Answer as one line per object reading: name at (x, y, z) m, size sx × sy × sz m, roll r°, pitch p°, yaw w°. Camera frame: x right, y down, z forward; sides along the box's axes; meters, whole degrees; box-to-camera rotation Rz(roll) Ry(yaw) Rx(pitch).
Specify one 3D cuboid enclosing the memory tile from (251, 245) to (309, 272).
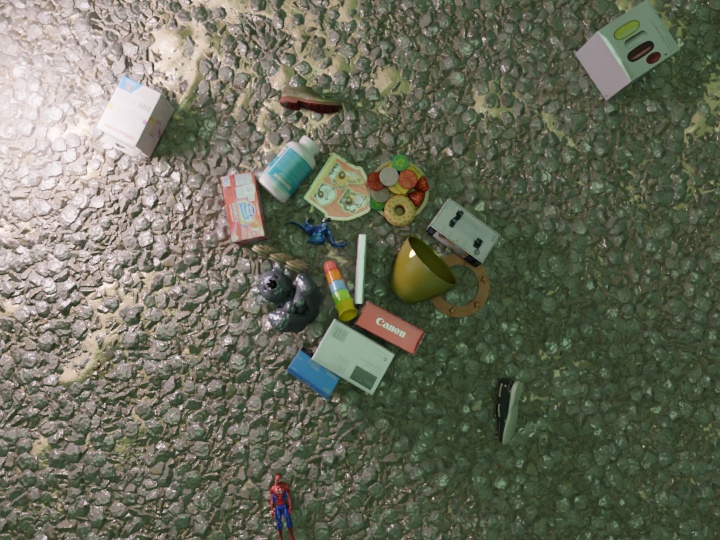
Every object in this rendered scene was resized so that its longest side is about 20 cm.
memory tile at (-0.229, -0.039, 1.531) m, size 0.152 × 0.200 × 0.017 m, roll 26°, pitch 94°, yaw 0°

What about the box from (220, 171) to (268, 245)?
box at (-0.350, -0.187, 1.586) m, size 0.102 × 0.095 × 0.202 m, roll -11°, pitch 87°, yaw -3°

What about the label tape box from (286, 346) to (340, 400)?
label tape box at (-0.131, 0.292, 1.513) m, size 0.144 × 0.200 × 0.064 m, roll 35°, pitch 86°, yaw 0°

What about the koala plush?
koala plush at (-0.228, 0.073, 1.561) m, size 0.199 × 0.184 × 0.178 m, roll 35°, pitch 86°, yaw 21°

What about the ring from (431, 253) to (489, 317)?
ring at (0.310, 0.047, 1.641) m, size 0.199 × 0.019 × 0.202 m, roll 0°, pitch 86°, yaw -3°

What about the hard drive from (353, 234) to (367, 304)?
hard drive at (0.000, 0.000, 1.572) m, size 0.026 × 0.132 × 0.202 m, roll 4°, pitch 86°, yaw -2°

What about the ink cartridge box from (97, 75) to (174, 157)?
ink cartridge box at (-0.678, -0.448, 1.571) m, size 0.128 × 0.125 × 0.201 m, roll 26°, pitch 86°, yaw -1°

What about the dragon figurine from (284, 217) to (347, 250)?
dragon figurine at (-0.137, -0.111, 1.609) m, size 0.198 × 0.059 × 0.100 m, roll 1°, pitch 86°, yaw -4°

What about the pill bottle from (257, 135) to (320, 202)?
pill bottle at (-0.212, -0.314, 1.593) m, size 0.111 × 0.111 × 0.200 m, roll 41°, pitch 86°, yaw 0°

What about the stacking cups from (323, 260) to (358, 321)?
stacking cups at (-0.068, 0.054, 1.557) m, size 0.060 × 0.061 × 0.201 m, roll -22°, pitch 56°, yaw -4°

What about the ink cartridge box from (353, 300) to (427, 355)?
ink cartridge box at (0.085, 0.167, 1.544) m, size 0.199 × 0.176 × 0.084 m, roll 27°, pitch 85°, yaw 0°

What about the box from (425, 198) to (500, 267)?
box at (0.317, -0.117, 1.622) m, size 0.199 × 0.060 × 0.117 m, roll 35°, pitch 75°, yaw -1°

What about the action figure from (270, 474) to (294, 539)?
action figure at (-0.235, 0.715, 1.560) m, size 0.065 × 0.052 × 0.202 m, roll -9°, pitch 84°, yaw 0°

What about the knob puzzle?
knob puzzle at (-0.051, -0.246, 1.637) m, size 0.218 × 0.030 × 0.222 m, roll 0°, pitch 86°, yaw -3°

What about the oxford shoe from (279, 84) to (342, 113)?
oxford shoe at (-0.151, -0.542, 1.632) m, size 0.198 × 0.070 × 0.075 m, roll 8°, pitch 81°, yaw -3°

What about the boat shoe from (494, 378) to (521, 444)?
boat shoe at (0.445, 0.432, 1.602) m, size 0.060 × 0.074 × 0.202 m, roll 14°, pitch 105°, yaw 38°

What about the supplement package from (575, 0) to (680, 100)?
supplement package at (0.840, -0.693, 1.650) m, size 0.199 × 0.147 × 0.192 m, roll -34°, pitch 89°, yaw -5°

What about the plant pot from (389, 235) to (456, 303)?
plant pot at (0.170, 0.017, 1.567) m, size 0.200 × 0.200 × 0.142 m, roll 43°, pitch 111°, yaw 0°

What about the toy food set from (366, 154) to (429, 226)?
toy food set at (0.118, -0.253, 1.633) m, size 0.198 × 0.049 × 0.200 m, roll 42°, pitch 84°, yaw -1°

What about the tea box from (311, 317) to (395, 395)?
tea box at (-0.022, 0.243, 1.523) m, size 0.199 × 0.197 × 0.134 m, roll 30°, pitch 86°, yaw -1°
